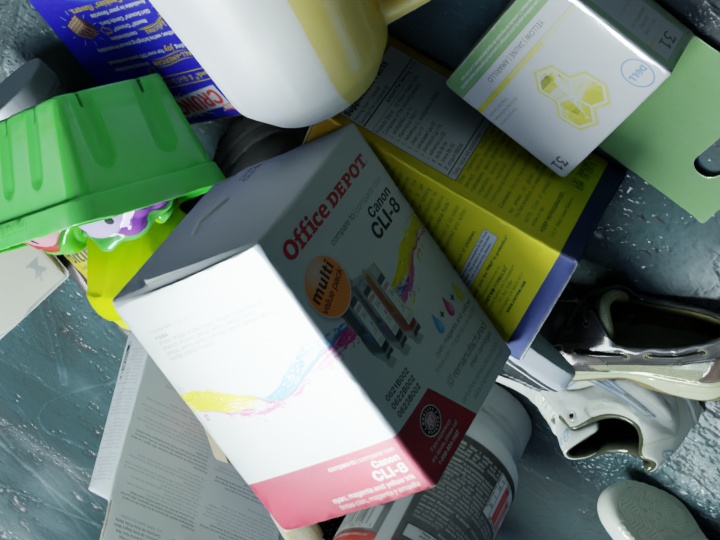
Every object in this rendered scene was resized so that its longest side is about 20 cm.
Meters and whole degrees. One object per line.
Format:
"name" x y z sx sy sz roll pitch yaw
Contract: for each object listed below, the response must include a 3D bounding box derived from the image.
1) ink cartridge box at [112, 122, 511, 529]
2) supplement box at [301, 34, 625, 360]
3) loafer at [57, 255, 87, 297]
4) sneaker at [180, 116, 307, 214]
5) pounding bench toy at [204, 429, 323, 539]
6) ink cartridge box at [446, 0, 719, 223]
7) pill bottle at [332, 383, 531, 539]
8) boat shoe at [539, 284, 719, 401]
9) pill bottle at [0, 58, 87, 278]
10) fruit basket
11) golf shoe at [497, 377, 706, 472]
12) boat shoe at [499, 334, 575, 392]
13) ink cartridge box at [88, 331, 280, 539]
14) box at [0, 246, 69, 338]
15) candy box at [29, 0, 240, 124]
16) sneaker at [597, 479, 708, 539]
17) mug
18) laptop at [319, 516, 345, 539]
"ink cartridge box" -0.029 0.037 1.264 0.144 0.146 0.201 -21 113 40
"supplement box" 0.060 -0.052 1.321 0.199 0.109 0.110 31 135 4
"loafer" -0.218 -0.022 1.652 0.200 0.073 0.071 41 148 -13
"sneaker" -0.101 -0.031 1.460 0.075 0.091 0.200 9 136 -34
"pounding bench toy" -0.069 0.122 1.598 0.155 0.201 0.125 16 145 23
"ink cartridge box" 0.169 -0.105 1.233 0.200 0.048 0.146 38 147 -4
"pill bottle" 0.060 0.188 1.571 0.115 0.201 0.116 21 145 16
"boat shoe" 0.182 0.041 1.401 0.199 0.072 0.066 10 137 23
"pill bottle" -0.217 -0.070 1.552 0.200 0.112 0.112 47 145 -22
"fruit basket" -0.184 -0.025 1.397 0.215 0.155 0.218 23 122 45
"golf shoe" 0.157 0.092 1.461 0.199 0.098 0.079 12 144 32
"boat shoe" 0.054 0.044 1.370 0.198 0.068 0.074 29 -169 -4
"ink cartridge box" -0.142 0.178 1.685 0.040 0.202 0.199 -9 150 45
"box" -0.352 0.005 1.694 0.109 0.128 0.200 50 164 -12
"candy box" -0.146 -0.199 1.352 0.168 0.077 0.200 -6 130 44
"sneaker" 0.256 0.259 1.613 0.199 0.077 0.111 33 139 -13
"mug" -0.041 -0.175 1.219 0.185 0.150 0.154 2 134 37
"laptop" 0.011 0.228 1.697 0.103 0.201 0.178 -21 121 35
